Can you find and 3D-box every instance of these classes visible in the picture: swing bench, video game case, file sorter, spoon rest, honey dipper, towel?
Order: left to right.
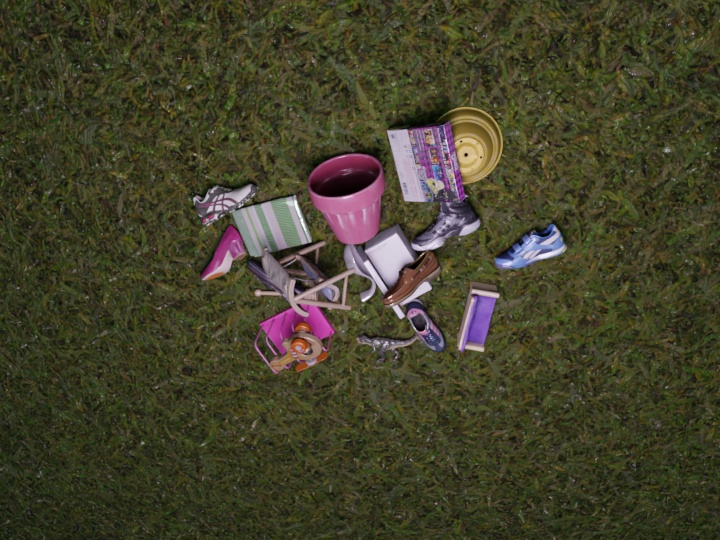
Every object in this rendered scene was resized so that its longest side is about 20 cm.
[{"bbox_3d":[-0.252,-0.126,1.625,0.197,0.023,0.154,-13,114,14],"label":"towel"},{"bbox_3d":[-0.227,0.072,1.718,0.197,0.038,0.038,0,118,9],"label":"honey dipper"},{"bbox_3d":[-0.204,0.206,1.732,0.198,0.126,0.140,-26,112,18],"label":"file sorter"},{"bbox_3d":[-0.148,0.022,1.548,0.198,0.199,0.131,-9,122,-28],"label":"swing bench"},{"bbox_3d":[0.000,0.000,1.631,0.060,0.100,0.201,-17,129,5],"label":"spoon rest"},{"bbox_3d":[0.056,0.031,1.604,0.017,0.143,0.201,-32,111,3],"label":"video game case"},{"bbox_3d":[0.167,-0.272,1.443,0.180,0.036,0.202,7,124,43],"label":"video game case"}]

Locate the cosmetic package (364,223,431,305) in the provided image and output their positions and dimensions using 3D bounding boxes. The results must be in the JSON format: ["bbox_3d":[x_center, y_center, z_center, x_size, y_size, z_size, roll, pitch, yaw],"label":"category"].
[{"bbox_3d":[0.109,-0.017,1.606,0.112,0.081,0.201,-30,111,18],"label":"cosmetic package"}]

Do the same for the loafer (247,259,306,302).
[{"bbox_3d":[-0.255,0.041,1.669,0.198,0.072,0.063,30,105,2],"label":"loafer"}]

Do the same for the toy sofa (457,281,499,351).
[{"bbox_3d":[0.343,0.143,1.655,0.082,0.098,0.203,9,117,2],"label":"toy sofa"}]

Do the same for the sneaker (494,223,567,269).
[{"bbox_3d":[0.459,-0.065,1.551,0.198,0.074,0.083,-21,112,8],"label":"sneaker"}]

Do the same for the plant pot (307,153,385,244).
[{"bbox_3d":[-0.025,-0.178,1.488,0.197,0.202,0.181,-6,132,9],"label":"plant pot"}]

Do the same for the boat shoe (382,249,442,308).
[{"bbox_3d":[0.128,0.020,1.525,0.199,0.072,0.068,-38,111,-19],"label":"boat shoe"}]

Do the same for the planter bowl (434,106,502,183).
[{"bbox_3d":[0.267,-0.305,1.439,0.197,0.084,0.203,2,117,5],"label":"planter bowl"}]

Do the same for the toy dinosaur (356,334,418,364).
[{"bbox_3d":[0.084,0.243,1.767,0.197,0.048,0.089,-1,111,3],"label":"toy dinosaur"}]

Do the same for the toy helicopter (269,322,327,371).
[{"bbox_3d":[-0.187,0.247,1.653,0.199,0.079,0.132,-33,120,31],"label":"toy helicopter"}]

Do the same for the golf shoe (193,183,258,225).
[{"bbox_3d":[-0.379,-0.201,1.572,0.198,0.077,0.089,-25,105,17],"label":"golf shoe"}]

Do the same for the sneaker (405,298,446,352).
[{"bbox_3d":[0.195,0.183,1.700,0.070,0.082,0.201,-29,111,19],"label":"sneaker"}]

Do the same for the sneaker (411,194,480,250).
[{"bbox_3d":[0.218,-0.136,1.540,0.198,0.076,0.115,-22,113,10],"label":"sneaker"}]

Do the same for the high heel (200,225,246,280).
[{"bbox_3d":[-0.419,-0.047,1.675,0.199,0.067,0.097,-34,75,36],"label":"high heel"}]
